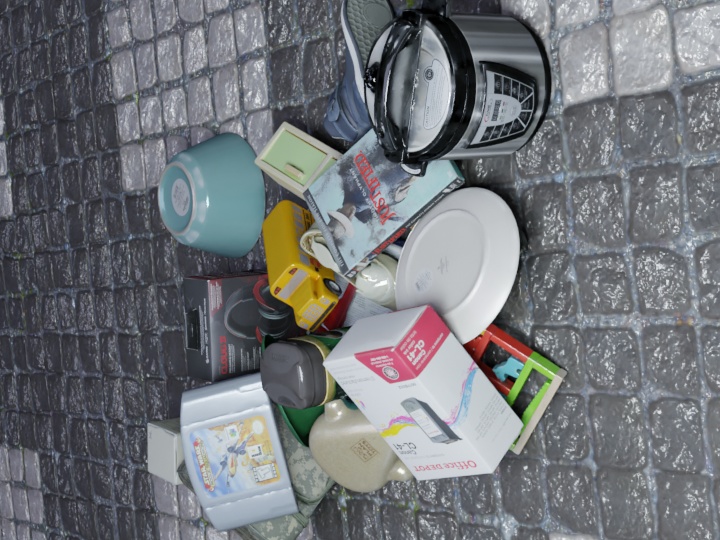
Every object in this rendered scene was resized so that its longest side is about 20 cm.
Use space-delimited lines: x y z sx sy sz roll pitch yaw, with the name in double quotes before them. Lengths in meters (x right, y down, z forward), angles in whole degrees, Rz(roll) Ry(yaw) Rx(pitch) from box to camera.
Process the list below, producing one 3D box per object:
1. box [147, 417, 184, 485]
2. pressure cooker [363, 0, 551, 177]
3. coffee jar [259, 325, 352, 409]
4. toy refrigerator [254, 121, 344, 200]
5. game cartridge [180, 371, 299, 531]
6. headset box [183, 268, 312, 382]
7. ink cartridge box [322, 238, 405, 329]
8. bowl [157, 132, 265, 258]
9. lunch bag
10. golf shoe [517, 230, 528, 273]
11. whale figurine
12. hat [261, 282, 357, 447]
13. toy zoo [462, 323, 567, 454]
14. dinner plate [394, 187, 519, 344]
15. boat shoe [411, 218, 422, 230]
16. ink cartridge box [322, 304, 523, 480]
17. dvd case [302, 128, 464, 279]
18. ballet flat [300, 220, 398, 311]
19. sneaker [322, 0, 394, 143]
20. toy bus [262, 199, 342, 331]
"box" -0.217 0.262 1.977 0.095 0.199 0.078 11 103 53
"pressure cooker" 0.098 -0.211 1.507 0.179 0.199 0.177 -38 65 47
"coffee jar" -0.025 0.118 1.649 0.104 0.199 0.086 4 101 52
"toy refrigerator" -0.057 -0.132 1.800 0.076 0.070 0.200 -53 46 -3
"game cartridge" -0.169 0.247 1.751 0.042 0.133 0.201 -131 27 -81
"headset box" -0.171 0.077 1.893 0.075 0.199 0.149 5 98 52
"ink cartridge box" 0.021 0.048 1.773 0.196 0.043 0.201 22 116 48
"bowl" -0.247 -0.115 2.042 0.200 0.105 0.202 11 104 52
"lunch bag" -0.142 0.285 1.864 0.200 0.168 0.139 43 160 -6
"golf shoe" 0.133 0.005 1.607 0.200 0.078 0.095 -56 42 32
"whale figurine" 0.021 0.212 1.742 0.159 0.104 0.200 43 134 -4
"hat" -0.029 0.133 1.802 0.175 0.200 0.166 -22 60 6
"toy zoo" 0.137 0.120 1.577 0.200 0.020 0.131 33 124 12
"dinner plate" 0.106 -0.006 1.544 0.200 0.024 0.201 -24 56 42
"boat shoe" 0.054 -0.094 1.672 0.074 0.069 0.201 99 151 -58
"ink cartridge box" 0.074 0.146 1.533 0.147 0.086 0.200 -17 115 52
"dvd case" 0.025 -0.105 1.637 0.200 0.022 0.146 -41 56 23
"ballet flat" 0.000 0.000 1.681 0.200 0.069 0.070 36 123 27
"sneaker" -0.006 -0.268 1.734 0.146 0.077 0.203 128 141 -58
"toy bus" -0.082 -0.008 1.755 0.065 0.078 0.200 -48 29 23
